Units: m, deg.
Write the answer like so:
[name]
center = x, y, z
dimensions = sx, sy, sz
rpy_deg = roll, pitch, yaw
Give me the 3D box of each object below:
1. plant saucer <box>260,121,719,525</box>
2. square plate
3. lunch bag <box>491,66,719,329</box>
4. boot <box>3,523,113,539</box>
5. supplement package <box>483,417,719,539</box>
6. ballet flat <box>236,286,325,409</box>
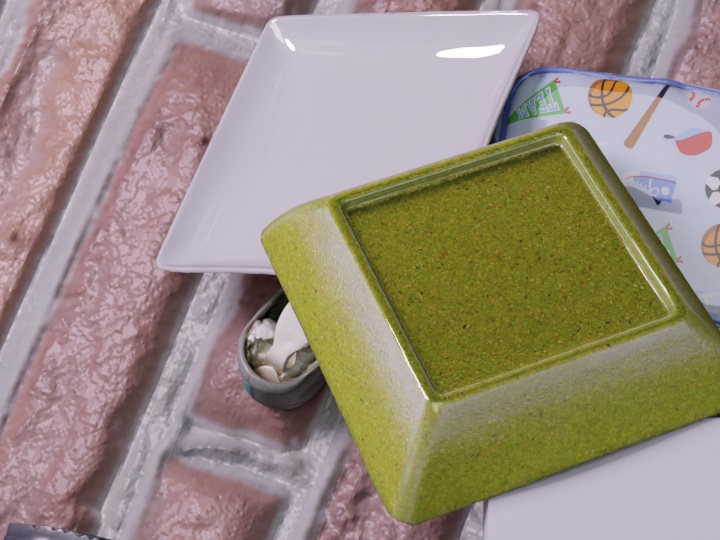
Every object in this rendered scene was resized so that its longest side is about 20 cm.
[plant saucer]
center = 0.071, 0.007, 0.843
dimensions = 0.199, 0.048, 0.200
rpy_deg = -18, 54, -12
[square plate]
center = -0.005, -0.072, 0.993
dimensions = 0.197, 0.028, 0.201
rpy_deg = 4, 59, 31
[lunch bag]
center = 0.163, -0.031, 0.980
dimensions = 0.199, 0.076, 0.161
rpy_deg = 9, 78, 10
[boot]
center = -0.147, 0.256, 0.935
dimensions = 0.164, 0.066, 0.201
rpy_deg = 16, 79, -4
[supplement package]
center = 0.161, 0.194, 0.828
dimensions = 0.190, 0.201, 0.147
rpy_deg = -3, 37, 7
[ballet flat]
center = 0.000, 0.000, 0.999
dimensions = 0.067, 0.064, 0.200
rpy_deg = 38, 82, 16
